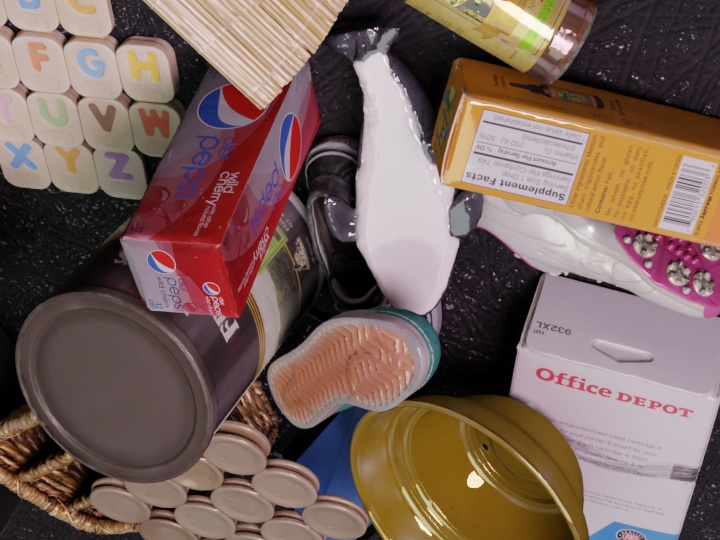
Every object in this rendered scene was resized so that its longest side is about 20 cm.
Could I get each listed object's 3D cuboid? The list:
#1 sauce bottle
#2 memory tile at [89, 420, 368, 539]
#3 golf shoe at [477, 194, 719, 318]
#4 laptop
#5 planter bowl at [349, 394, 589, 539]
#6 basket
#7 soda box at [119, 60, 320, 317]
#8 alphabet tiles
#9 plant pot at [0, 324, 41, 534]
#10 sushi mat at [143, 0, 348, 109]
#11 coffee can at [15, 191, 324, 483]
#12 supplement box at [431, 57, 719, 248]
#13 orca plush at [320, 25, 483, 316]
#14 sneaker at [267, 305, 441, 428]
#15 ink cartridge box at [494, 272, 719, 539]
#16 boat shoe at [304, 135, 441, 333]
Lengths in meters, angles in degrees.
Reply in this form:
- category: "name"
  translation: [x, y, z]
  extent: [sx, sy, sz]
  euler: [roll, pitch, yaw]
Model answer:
- category: "sauce bottle"
  translation: [0.048, -0.187, 1.109]
  extent: [0.199, 0.065, 0.065]
  euler: [28, 135, -9]
- category: "memory tile"
  translation: [-0.101, 0.176, 1.357]
  extent: [0.153, 0.017, 0.199]
  euler: [35, 141, -25]
- category: "golf shoe"
  translation: [0.158, -0.025, 1.228]
  extent: [0.199, 0.076, 0.092]
  euler: [33, 144, -2]
- category: "laptop"
  translation: [-0.065, 0.126, 1.418]
  extent: [0.199, 0.104, 0.177]
  euler: [31, 134, -10]
- category: "planter bowl"
  translation: [0.095, 0.150, 1.277]
  extent: [0.199, 0.083, 0.202]
  euler: [27, 139, 25]
- category: "basket"
  translation: [-0.181, 0.141, 1.407]
  extent: [0.199, 0.149, 0.144]
  euler: [-24, 97, 40]
- category: "soda box"
  translation: [-0.086, -0.061, 1.179]
  extent: [0.069, 0.201, 0.064]
  euler: [4, 134, 17]
- category: "alphabet tiles"
  translation: [-0.221, -0.130, 1.296]
  extent: [0.198, 0.015, 0.197]
  euler: [7, 133, 14]
- category: "plant pot"
  translation: [-0.384, 0.115, 1.467]
  extent: [0.197, 0.201, 0.179]
  euler: [4, 126, 16]
- category: "sushi mat"
  translation: [-0.102, -0.202, 1.143]
  extent: [0.200, 0.096, 0.012]
  euler: [42, 171, -20]
- category: "coffee can"
  translation: [-0.127, 0.030, 1.261]
  extent: [0.145, 0.200, 0.148]
  euler: [11, 123, 18]
- category: "supplement box"
  translation: [0.147, -0.074, 1.143]
  extent: [0.198, 0.067, 0.069]
  euler: [14, 116, -9]
- category: "orca plush"
  translation: [0.020, -0.073, 1.222]
  extent: [0.104, 0.071, 0.201]
  euler: [-22, 108, 12]
- category: "sneaker"
  translation: [0.008, 0.054, 1.238]
  extent: [0.072, 0.080, 0.200]
  euler: [62, 150, -3]
- category: "ink cartridge box"
  translation: [0.180, 0.113, 1.332]
  extent: [0.144, 0.084, 0.201]
  euler: [14, 136, 9]
- category: "boat shoe"
  translation: [0.000, 0.000, 1.298]
  extent: [0.071, 0.071, 0.201]
  euler: [-8, 130, 25]
